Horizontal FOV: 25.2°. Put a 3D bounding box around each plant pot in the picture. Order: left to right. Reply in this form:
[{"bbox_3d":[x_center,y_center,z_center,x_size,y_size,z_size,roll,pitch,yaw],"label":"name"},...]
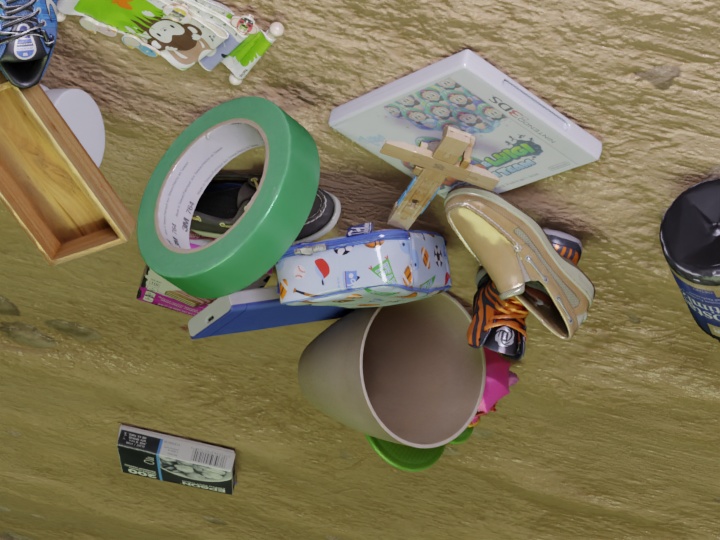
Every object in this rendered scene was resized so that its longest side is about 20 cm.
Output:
[{"bbox_3d":[0.017,0.119,1.946,0.187,0.188,0.200,29,160,-30],"label":"plant pot"}]

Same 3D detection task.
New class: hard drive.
[{"bbox_3d":[-0.087,0.041,1.887,0.199,0.025,0.132,-8,167,-29],"label":"hard drive"}]

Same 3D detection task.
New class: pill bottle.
[{"bbox_3d":[-0.372,-0.136,1.660,0.199,0.115,0.114,1,153,26],"label":"pill bottle"},{"bbox_3d":[0.369,0.004,1.583,0.111,0.112,0.200,1,152,26],"label":"pill bottle"}]

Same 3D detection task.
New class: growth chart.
[{"bbox_3d":[-0.180,-0.227,1.484,0.199,0.018,0.145,20,156,-11],"label":"growth chart"}]

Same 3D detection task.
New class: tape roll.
[{"bbox_3d":[-0.130,-0.072,1.568,0.200,0.201,0.048,-9,147,40],"label":"tape roll"}]

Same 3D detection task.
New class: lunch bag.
[{"bbox_3d":[0.000,0.000,1.720,0.160,0.076,0.200,-9,173,23],"label":"lunch bag"}]

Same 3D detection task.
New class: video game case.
[{"bbox_3d":[0.098,-0.130,1.540,0.182,0.024,0.200,29,151,-31],"label":"video game case"}]

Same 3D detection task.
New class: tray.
[{"bbox_3d":[-0.313,-0.100,1.567,0.098,0.037,0.200,-16,124,26],"label":"tray"}]

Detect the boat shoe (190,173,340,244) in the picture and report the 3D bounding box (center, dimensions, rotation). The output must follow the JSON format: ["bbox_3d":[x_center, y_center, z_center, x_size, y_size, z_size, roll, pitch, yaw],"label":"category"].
[{"bbox_3d":[-0.118,-0.068,1.726,0.201,0.072,0.061,1,157,31],"label":"boat shoe"}]

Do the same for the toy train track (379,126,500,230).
[{"bbox_3d":[0.067,-0.095,1.562,0.114,0.033,0.200,18,154,-8],"label":"toy train track"}]

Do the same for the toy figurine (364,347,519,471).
[{"bbox_3d":[0.128,0.158,2.047,0.200,0.151,0.184,5,156,-40],"label":"toy figurine"}]

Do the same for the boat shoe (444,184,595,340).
[{"bbox_3d":[0.157,-0.004,1.623,0.200,0.076,0.072,38,145,-19],"label":"boat shoe"}]

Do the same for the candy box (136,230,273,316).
[{"bbox_3d":[-0.182,-0.004,1.909,0.136,0.061,0.200,17,155,-9],"label":"candy box"}]

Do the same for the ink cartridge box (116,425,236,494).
[{"bbox_3d":[-0.306,0.328,2.711,0.197,0.044,0.200,12,157,2],"label":"ink cartridge box"}]

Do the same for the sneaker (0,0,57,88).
[{"bbox_3d":[-0.293,-0.232,1.413,0.078,0.089,0.200,-8,152,-11],"label":"sneaker"}]

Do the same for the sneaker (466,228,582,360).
[{"bbox_3d":[0.177,0.035,1.745,0.077,0.112,0.200,18,154,-11],"label":"sneaker"}]
